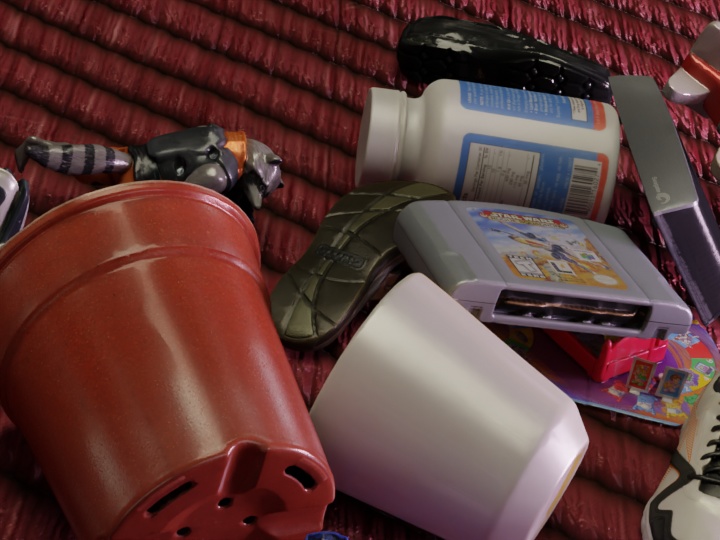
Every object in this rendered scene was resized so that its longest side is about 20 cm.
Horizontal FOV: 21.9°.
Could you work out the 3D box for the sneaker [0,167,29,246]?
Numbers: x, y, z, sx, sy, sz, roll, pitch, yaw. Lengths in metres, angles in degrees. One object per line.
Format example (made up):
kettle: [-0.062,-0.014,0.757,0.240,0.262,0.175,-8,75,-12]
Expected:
sneaker: [-0.268,-0.008,1.247,0.079,0.130,0.200,8,35,-4]

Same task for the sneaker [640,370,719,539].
sneaker: [0.239,0.130,1.250,0.073,0.080,0.200,18,37,6]

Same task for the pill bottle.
pill bottle: [0.100,-0.093,1.492,0.199,0.113,0.113,9,35,-5]

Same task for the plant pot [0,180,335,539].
plant pot: [-0.119,0.086,1.124,0.200,0.201,0.196,-8,48,-26]

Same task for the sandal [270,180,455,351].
sandal: [0.000,0.000,1.390,0.081,0.055,0.200,20,50,22]

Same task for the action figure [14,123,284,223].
action figure: [-0.146,-0.054,1.377,0.192,0.105,0.200,-11,38,-15]

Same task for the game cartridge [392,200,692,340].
game cartridge: [0.129,-0.003,1.351,0.199,0.042,0.133,6,32,-24]

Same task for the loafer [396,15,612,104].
loafer: [0.133,-0.191,1.675,0.199,0.068,0.071,14,44,9]

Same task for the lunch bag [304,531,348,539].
lunch bag: [-0.034,0.242,0.945,0.093,0.151,0.200,12,35,1]

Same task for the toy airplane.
toy airplane: [0.347,-0.126,1.522,0.198,0.141,0.201,18,53,-36]

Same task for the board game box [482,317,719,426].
board game box: [0.179,0.039,1.391,0.199,0.039,0.158,14,35,2]

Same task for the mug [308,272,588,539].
mug: [0.070,0.092,1.198,0.153,0.150,0.187,31,54,13]

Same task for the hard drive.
hard drive: [0.249,-0.064,1.479,0.042,0.135,0.201,-23,34,12]
